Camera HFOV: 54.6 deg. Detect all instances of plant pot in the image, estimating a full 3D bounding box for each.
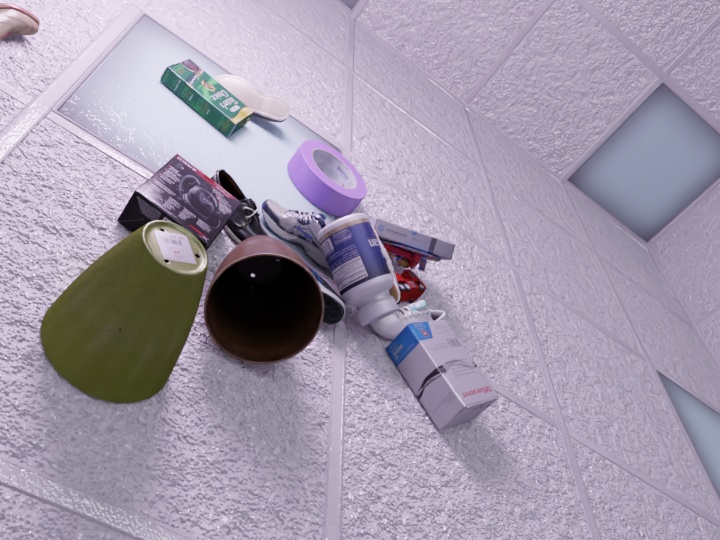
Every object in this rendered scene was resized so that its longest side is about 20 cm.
[{"bbox_3d":[-0.289,0.037,0.915,0.186,0.200,0.188,31,30,-20],"label":"plant pot"},{"bbox_3d":[-0.163,0.022,1.157,0.185,0.188,0.201,30,15,-22],"label":"plant pot"}]

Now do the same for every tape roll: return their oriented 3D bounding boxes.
[{"bbox_3d":[-0.080,-0.226,1.705,0.199,0.066,0.201,33,28,-20],"label":"tape roll"}]

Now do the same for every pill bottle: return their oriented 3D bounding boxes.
[{"bbox_3d":[0.000,0.000,1.373,0.110,0.110,0.203,-10,75,-57],"label":"pill bottle"}]

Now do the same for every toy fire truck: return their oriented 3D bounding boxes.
[{"bbox_3d":[0.053,0.008,1.568,0.142,0.049,0.199,52,26,23],"label":"toy fire truck"}]

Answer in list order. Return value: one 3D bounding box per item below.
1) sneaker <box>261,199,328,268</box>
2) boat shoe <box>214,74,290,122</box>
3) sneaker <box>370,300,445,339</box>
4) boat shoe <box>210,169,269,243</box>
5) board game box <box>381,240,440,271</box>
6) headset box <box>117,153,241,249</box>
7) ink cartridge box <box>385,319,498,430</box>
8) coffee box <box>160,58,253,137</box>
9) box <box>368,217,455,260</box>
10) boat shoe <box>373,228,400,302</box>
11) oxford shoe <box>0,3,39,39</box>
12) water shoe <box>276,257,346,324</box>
[{"bbox_3d":[-0.113,-0.097,1.458,0.199,0.085,0.077,34,28,-14],"label":"sneaker"},{"bbox_3d":[-0.272,-0.422,1.733,0.197,0.073,0.059,19,-7,-16],"label":"boat shoe"},{"bbox_3d":[0.100,0.095,1.466,0.198,0.089,0.076,10,42,-45],"label":"sneaker"},{"bbox_3d":[-0.227,-0.106,1.344,0.201,0.068,0.072,50,27,10],"label":"boat shoe"},{"bbox_3d":[0.086,-0.033,1.613,0.197,0.040,0.158,16,-2,9],"label":"board game box"},{"bbox_3d":[-0.309,-0.108,1.227,0.148,0.077,0.201,37,27,-12],"label":"headset box"},{"bbox_3d":[0.164,0.205,1.399,0.143,0.084,0.201,1,48,-51],"label":"ink cartridge box"},{"bbox_3d":[-0.352,-0.402,1.617,0.199,0.044,0.123,40,27,-5],"label":"coffee box"},{"bbox_3d":[0.099,-0.072,1.620,0.197,0.042,0.156,16,-2,-16],"label":"box"},{"bbox_3d":[0.028,-0.018,1.464,0.203,0.070,0.069,68,16,8],"label":"boat shoe"},{"bbox_3d":[-0.664,-0.439,1.258,0.199,0.070,0.076,-18,90,-61],"label":"oxford shoe"},{"bbox_3d":[-0.111,0.026,1.328,0.200,0.071,0.079,45,6,-5],"label":"water shoe"}]
